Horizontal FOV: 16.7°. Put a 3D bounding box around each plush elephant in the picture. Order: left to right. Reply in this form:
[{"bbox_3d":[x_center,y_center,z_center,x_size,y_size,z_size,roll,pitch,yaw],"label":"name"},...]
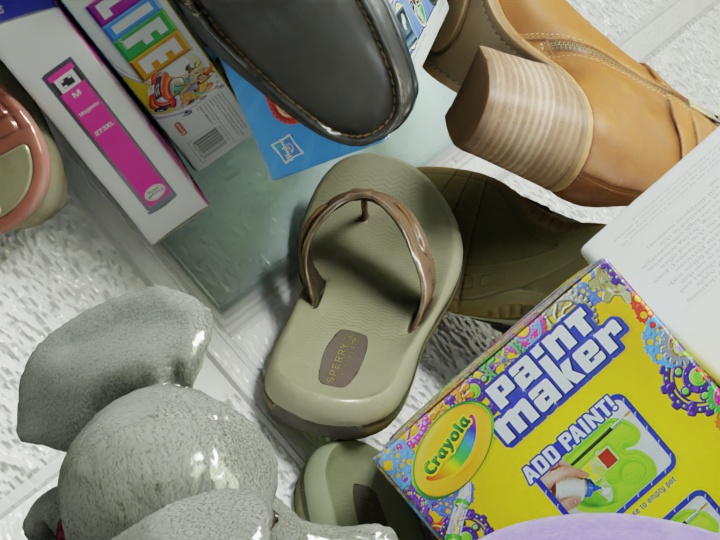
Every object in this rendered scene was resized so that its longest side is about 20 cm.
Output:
[{"bbox_3d":[-0.064,0.101,0.797,0.199,0.155,0.165,31,31,-32],"label":"plush elephant"}]

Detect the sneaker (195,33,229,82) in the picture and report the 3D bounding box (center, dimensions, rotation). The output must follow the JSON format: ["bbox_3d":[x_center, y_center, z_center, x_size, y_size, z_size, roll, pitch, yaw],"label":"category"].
[{"bbox_3d":[-0.065,-0.107,1.181,0.082,0.073,0.200,49,16,10],"label":"sneaker"}]

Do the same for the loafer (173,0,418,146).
[{"bbox_3d":[-0.051,-0.123,0.949,0.200,0.073,0.072,48,14,-13],"label":"loafer"}]

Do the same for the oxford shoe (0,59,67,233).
[{"bbox_3d":[-0.189,-0.094,0.991,0.201,0.071,0.074,56,7,8],"label":"oxford shoe"}]

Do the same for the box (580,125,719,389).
[{"bbox_3d":[0.194,0.036,1.016,0.125,0.097,0.200,49,1,-29],"label":"box"}]

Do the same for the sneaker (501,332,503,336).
[{"bbox_3d":[0.114,0.091,1.178,0.077,0.073,0.201,8,45,-42],"label":"sneaker"}]

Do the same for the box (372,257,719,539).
[{"bbox_3d":[0.112,0.108,1.017,0.193,0.122,0.200,49,1,2],"label":"box"}]

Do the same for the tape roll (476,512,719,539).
[{"bbox_3d":[0.094,0.180,0.812,0.198,0.085,0.201,9,37,-7],"label":"tape roll"}]

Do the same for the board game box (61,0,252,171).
[{"bbox_3d":[-0.116,-0.138,0.996,0.135,0.034,0.200,57,1,27],"label":"board game box"}]

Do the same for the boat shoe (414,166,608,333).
[{"bbox_3d":[0.087,0.004,1.185,0.200,0.072,0.066,15,-17,31],"label":"boat shoe"}]

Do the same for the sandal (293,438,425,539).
[{"bbox_3d":[0.025,0.141,0.988,0.080,0.057,0.202,23,35,-43],"label":"sandal"}]

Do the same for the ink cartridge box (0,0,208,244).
[{"bbox_3d":[-0.130,-0.096,0.994,0.095,0.037,0.200,57,3,35],"label":"ink cartridge box"}]

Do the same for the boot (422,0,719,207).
[{"bbox_3d":[0.114,-0.099,1.206,0.154,0.077,0.201,18,30,-19],"label":"boot"}]

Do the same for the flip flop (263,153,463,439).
[{"bbox_3d":[0.000,0.000,1.111,0.080,0.058,0.200,6,33,10],"label":"flip flop"}]

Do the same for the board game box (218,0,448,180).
[{"bbox_3d":[-0.034,-0.167,1.079,0.200,0.056,0.197,-65,134,-66],"label":"board game box"}]
